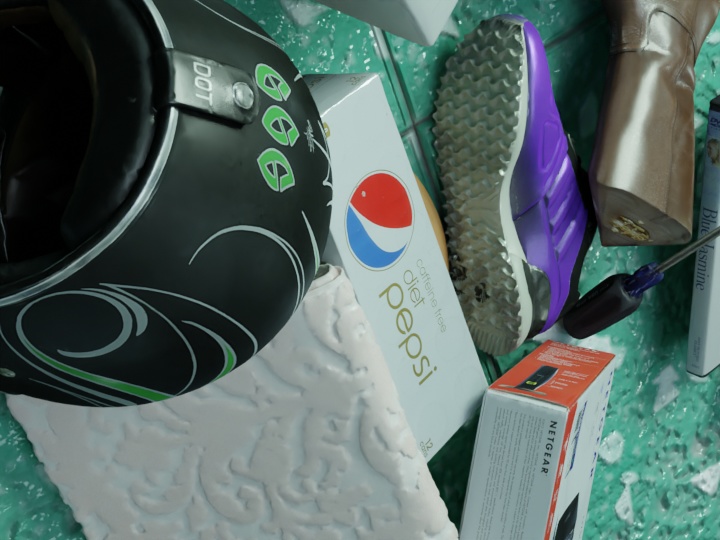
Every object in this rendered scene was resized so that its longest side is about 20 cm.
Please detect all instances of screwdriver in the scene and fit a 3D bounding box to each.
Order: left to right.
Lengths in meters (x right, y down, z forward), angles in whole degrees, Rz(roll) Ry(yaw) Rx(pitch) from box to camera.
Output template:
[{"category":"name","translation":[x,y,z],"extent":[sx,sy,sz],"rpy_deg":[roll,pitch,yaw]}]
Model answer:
[{"category":"screwdriver","translation":[0.195,-0.008,0.834],"extent":[0.028,0.200,0.029],"rpy_deg":[53,42,3]}]

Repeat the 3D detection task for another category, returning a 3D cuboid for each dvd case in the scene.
[{"category":"dvd case","translation":[0.273,-0.042,0.927],"extent":[0.142,0.017,0.202],"rpy_deg":[-28,127,-39]}]

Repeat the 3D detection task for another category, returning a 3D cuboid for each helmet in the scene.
[{"category":"helmet","translation":[-0.109,-0.033,0.589],"extent":[0.202,0.199,0.191],"rpy_deg":[-62,157,-5]}]

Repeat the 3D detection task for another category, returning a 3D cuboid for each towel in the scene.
[{"category":"towel","translation":[-0.060,0.110,0.715],"extent":[0.189,0.032,0.202],"rpy_deg":[-17,115,13]}]

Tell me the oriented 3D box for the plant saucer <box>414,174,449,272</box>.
[{"category":"plant saucer","translation":[-0.026,0.020,0.773],"extent":[0.198,0.037,0.203],"rpy_deg":[-9,106,-32]}]

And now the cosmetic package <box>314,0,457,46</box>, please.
[{"category":"cosmetic package","translation":[0.008,-0.249,0.630],"extent":[0.201,0.122,0.200],"rpy_deg":[-61,157,-6]}]

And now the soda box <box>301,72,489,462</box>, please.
[{"category":"soda box","translation":[0.000,0.000,0.717],"extent":[0.068,0.063,0.202],"rpy_deg":[-40,122,-34]}]

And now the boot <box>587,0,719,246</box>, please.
[{"category":"boot","translation":[0.153,-0.124,0.810],"extent":[0.185,0.064,0.202],"rpy_deg":[24,73,-38]}]

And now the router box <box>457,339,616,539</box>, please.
[{"category":"router box","translation":[0.101,0.155,0.822],"extent":[0.179,0.048,0.203],"rpy_deg":[-19,120,-70]}]

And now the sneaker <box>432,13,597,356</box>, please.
[{"category":"sneaker","translation":[0.103,-0.057,0.826],"extent":[0.099,0.069,0.203],"rpy_deg":[-17,113,-37]}]
